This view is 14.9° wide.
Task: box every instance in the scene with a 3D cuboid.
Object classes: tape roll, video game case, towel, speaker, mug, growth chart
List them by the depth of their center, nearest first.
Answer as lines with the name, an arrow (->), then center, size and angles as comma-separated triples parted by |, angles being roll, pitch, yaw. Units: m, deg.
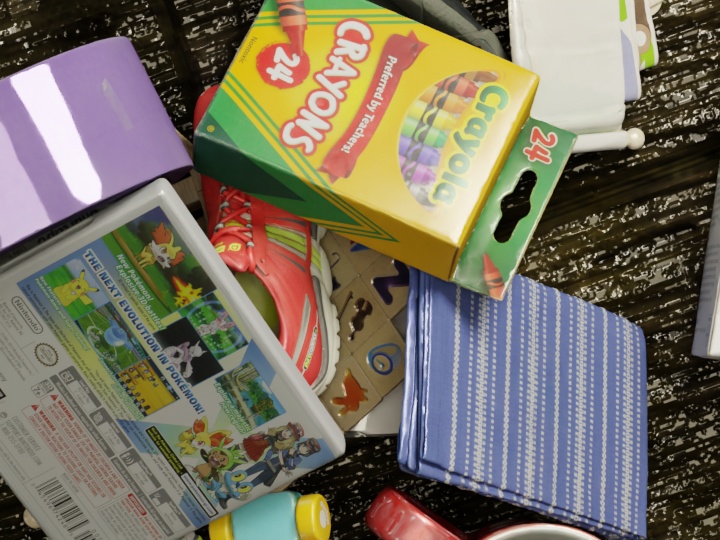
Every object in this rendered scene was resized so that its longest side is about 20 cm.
tape roll -> -0.201, -0.050, 1.565 | 0.199, 0.200, 0.085 | -28, 89, 0
video game case -> -0.135, 0.067, 1.568 | 0.182, 0.022, 0.200 | -27, 115, 14
mug -> 0.093, 0.189, 1.625 | 0.133, 0.200, 0.178 | -23, 89, 1
towel -> 0.099, 0.075, 1.637 | 0.199, 0.024, 0.146 | 21, 62, -39
growth chart -> 0.134, -0.165, 1.681 | 0.144, 0.018, 0.201 | 0, 89, -38
speaker -> 0.000, 0.000, 1.685 | 0.081, 0.081, 0.201 | -2, 90, 0

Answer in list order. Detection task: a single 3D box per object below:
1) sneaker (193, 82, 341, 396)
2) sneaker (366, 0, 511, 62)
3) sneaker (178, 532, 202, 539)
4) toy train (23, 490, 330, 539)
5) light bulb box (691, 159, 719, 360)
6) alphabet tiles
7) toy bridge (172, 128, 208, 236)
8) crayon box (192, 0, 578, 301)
sneaker -> -0.063, -0.017, 1.619 | 0.077, 0.085, 0.201 | -18, 82, 29
sneaker -> 0.033, -0.175, 1.686 | 0.076, 0.115, 0.199 | -31, 120, 35
sneaker -> -0.124, 0.256, 1.691 | 0.081, 0.074, 0.201 | 22, 92, -3
toy train -> -0.102, 0.146, 1.651 | 0.150, 0.056, 0.200 | -47, 72, 9
light bulb box -> 0.313, -0.032, 1.661 | 0.197, 0.125, 0.201 | 9, 89, 1
alphabet tiles -> -0.052, 0.032, 1.667 | 0.200, 0.006, 0.167 | -43, 70, 24
toy bridge -> -0.119, -0.040, 1.685 | 0.067, 0.027, 0.201 | -23, 80, 24
crayon box -> 0.018, -0.080, 1.594 | 0.199, 0.051, 0.127 | 23, 65, 6
